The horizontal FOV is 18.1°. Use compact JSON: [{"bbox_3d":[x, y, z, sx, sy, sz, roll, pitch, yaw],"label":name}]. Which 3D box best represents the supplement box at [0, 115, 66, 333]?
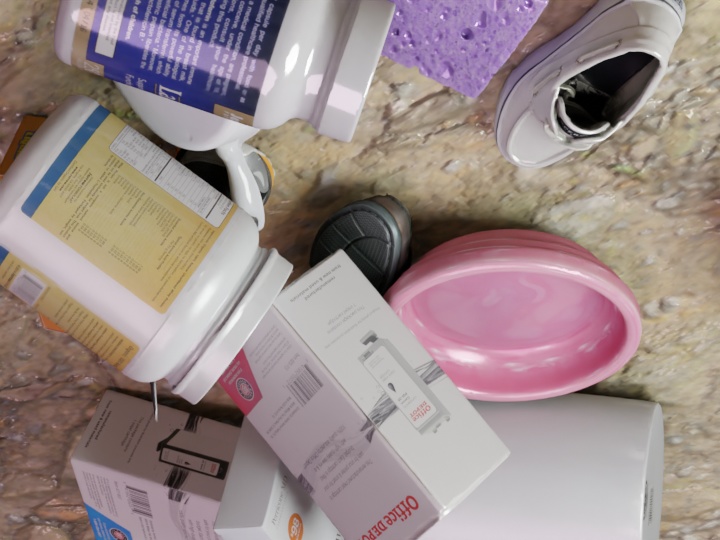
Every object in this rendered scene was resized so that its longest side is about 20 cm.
[{"bbox_3d":[-0.226,-0.031,1.756,0.068,0.067,0.200,12,144,11],"label":"supplement box"}]

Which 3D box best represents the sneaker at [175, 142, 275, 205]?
[{"bbox_3d":[-0.122,-0.031,1.706,0.078,0.077,0.200,23,142,-7],"label":"sneaker"}]

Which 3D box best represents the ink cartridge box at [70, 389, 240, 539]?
[{"bbox_3d":[-0.142,0.201,2.001,0.199,0.085,0.146,15,145,15],"label":"ink cartridge box"}]

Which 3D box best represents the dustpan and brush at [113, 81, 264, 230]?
[{"bbox_3d":[-0.106,-0.110,1.587,0.139,0.057,0.201,3,117,33],"label":"dustpan and brush"}]

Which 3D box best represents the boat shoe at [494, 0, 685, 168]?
[{"bbox_3d":[0.148,-0.113,1.499,0.072,0.066,0.200,29,143,-18],"label":"boat shoe"}]

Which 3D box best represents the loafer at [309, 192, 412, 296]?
[{"bbox_3d":[0.000,0.000,1.732,0.072,0.063,0.200,44,142,13],"label":"loafer"}]

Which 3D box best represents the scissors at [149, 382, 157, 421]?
[{"bbox_3d":[-0.167,0.009,1.705,0.014,0.201,0.073,-6,-168,-38],"label":"scissors"}]

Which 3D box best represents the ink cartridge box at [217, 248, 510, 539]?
[{"bbox_3d":[-0.003,0.107,1.680,0.200,0.083,0.147,50,147,6],"label":"ink cartridge box"}]

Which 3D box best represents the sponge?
[{"bbox_3d":[0.014,-0.191,1.477,0.199,0.030,0.112,24,143,-10],"label":"sponge"}]

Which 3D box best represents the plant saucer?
[{"bbox_3d":[0.111,0.030,1.699,0.199,0.051,0.201,1,147,1],"label":"plant saucer"}]

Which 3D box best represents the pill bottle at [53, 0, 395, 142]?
[{"bbox_3d":[-0.085,-0.157,1.437,0.199,0.116,0.116,19,145,-1],"label":"pill bottle"}]

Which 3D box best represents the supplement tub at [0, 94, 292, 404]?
[{"bbox_3d":[-0.162,-0.013,1.589,0.200,0.145,0.145,36,142,-6],"label":"supplement tub"}]

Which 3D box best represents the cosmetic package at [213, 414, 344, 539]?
[{"bbox_3d":[-0.045,0.164,1.835,0.051,0.201,0.151,-7,140,28],"label":"cosmetic package"}]

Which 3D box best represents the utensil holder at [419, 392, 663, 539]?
[{"bbox_3d":[0.137,0.177,1.813,0.199,0.171,0.170,3,143,14],"label":"utensil holder"}]
